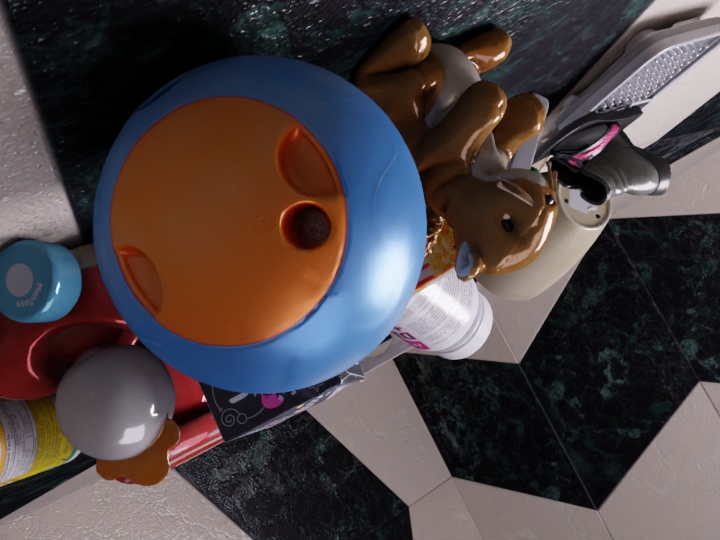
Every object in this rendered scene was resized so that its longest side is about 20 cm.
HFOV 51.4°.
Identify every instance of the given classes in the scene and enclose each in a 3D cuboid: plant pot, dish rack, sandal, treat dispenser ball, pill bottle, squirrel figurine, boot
[{"bbox_3d":[-0.232,0.133,0.879,0.199,0.183,0.200,-28,172,-4],"label":"plant pot"},{"bbox_3d":[0.335,-0.236,0.909,0.171,0.044,0.200,-21,168,-31],"label":"dish rack"},{"bbox_3d":[0.284,-0.158,0.913,0.199,0.045,0.075,-20,169,-33],"label":"sandal"},{"bbox_3d":[0.275,-0.072,1.125,0.186,0.188,0.200,-22,172,-26],"label":"plant pot"},{"bbox_3d":[-0.059,-0.027,0.459,0.200,0.202,0.201,-26,170,-5],"label":"treat dispenser ball"},{"bbox_3d":[0.069,0.027,0.882,0.113,0.114,0.200,-31,138,23],"label":"pill bottle"},{"bbox_3d":[0.062,-0.070,0.601,0.200,0.188,0.141,-34,168,33],"label":"squirrel figurine"},{"bbox_3d":[0.299,-0.150,0.992,0.130,0.200,0.068,-8,121,-23],"label":"boot"},{"bbox_3d":[-0.421,0.191,0.855,0.112,0.113,0.200,-31,170,20],"label":"pill bottle"}]

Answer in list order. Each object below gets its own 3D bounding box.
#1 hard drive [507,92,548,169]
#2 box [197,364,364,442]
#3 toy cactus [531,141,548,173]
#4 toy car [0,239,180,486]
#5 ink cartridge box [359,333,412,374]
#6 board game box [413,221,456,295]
[{"bbox_3d":[0.146,-0.107,0.896,0.200,0.027,0.133,-45,-159,60],"label":"hard drive"},{"bbox_3d":[-0.095,0.033,0.670,0.114,0.201,0.132,-26,170,5],"label":"box"},{"bbox_3d":[0.209,-0.113,1.033,0.165,0.102,0.200,-43,-175,-21],"label":"toy cactus"},{"bbox_3d":[-0.229,0.095,0.627,0.176,0.201,0.184,-29,169,11],"label":"toy car"},{"bbox_3d":[0.007,0.060,1.151,0.199,0.175,0.043,-31,169,23],"label":"ink cartridge box"},{"bbox_3d":[0.021,-0.046,0.722,0.199,0.152,0.046,-32,169,23],"label":"board game box"}]
